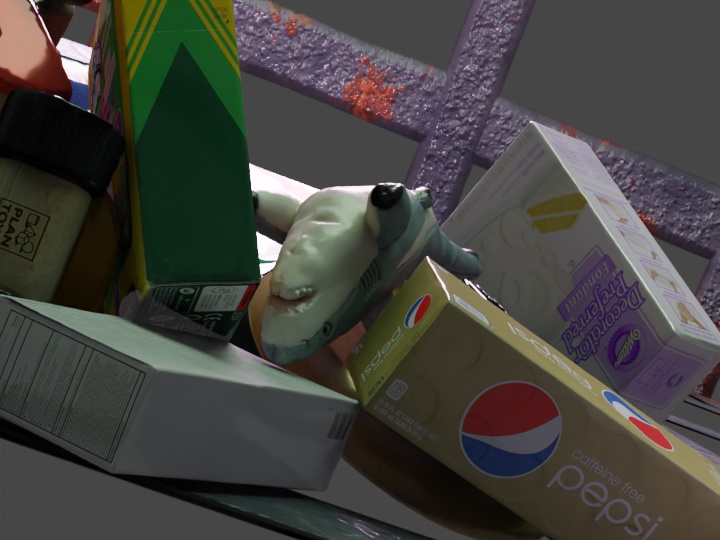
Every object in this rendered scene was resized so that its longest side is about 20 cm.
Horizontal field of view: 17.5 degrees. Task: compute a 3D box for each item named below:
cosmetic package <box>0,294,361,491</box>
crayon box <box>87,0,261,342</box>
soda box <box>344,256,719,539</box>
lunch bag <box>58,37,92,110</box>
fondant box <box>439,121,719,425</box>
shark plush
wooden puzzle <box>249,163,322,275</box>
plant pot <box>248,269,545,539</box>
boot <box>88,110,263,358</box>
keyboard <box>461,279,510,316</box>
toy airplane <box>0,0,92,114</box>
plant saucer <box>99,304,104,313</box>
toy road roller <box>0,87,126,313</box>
[{"bbox_3d":[-0.081,0.057,1.016,0.082,0.051,0.200,25,4,26],"label":"cosmetic package"},{"bbox_3d":[-0.094,-0.052,1.130,0.058,0.173,0.200,-2,-14,-11],"label":"crayon box"},{"bbox_3d":[0.092,0.082,1.127,0.200,0.068,0.064,36,10,-18],"label":"soda box"},{"bbox_3d":[-0.227,-0.093,1.466,0.170,0.124,0.200,16,-18,-39],"label":"lunch bag"},{"bbox_3d":[0.122,0.026,1.453,0.058,0.144,0.200,18,31,-43],"label":"fondant box"},{"bbox_3d":[0.000,0.000,1.175,0.090,0.084,0.200,-2,1,17],"label":"shark plush"},{"bbox_3d":[-0.084,-0.022,1.528,0.199,0.037,0.185,16,33,38],"label":"wooden puzzle"},{"bbox_3d":[0.031,0.060,1.212,0.200,0.028,0.200,32,24,-15],"label":"plant pot"},{"bbox_3d":[-0.080,0.005,1.272,0.168,0.077,0.200,34,-8,40],"label":"boot"},{"bbox_3d":[0.092,0.047,1.294,0.127,0.021,0.200,46,1,-34],"label":"keyboard"},{"bbox_3d":[-0.239,-0.152,1.120,0.198,0.201,0.141,3,27,36],"label":"toy airplane"},{"bbox_3d":[-0.197,0.002,1.396,0.199,0.035,0.200,22,2,-1],"label":"plant saucer"},{"bbox_3d":[-0.208,-0.027,1.062,0.199,0.123,0.146,22,-12,-5],"label":"toy road roller"}]
